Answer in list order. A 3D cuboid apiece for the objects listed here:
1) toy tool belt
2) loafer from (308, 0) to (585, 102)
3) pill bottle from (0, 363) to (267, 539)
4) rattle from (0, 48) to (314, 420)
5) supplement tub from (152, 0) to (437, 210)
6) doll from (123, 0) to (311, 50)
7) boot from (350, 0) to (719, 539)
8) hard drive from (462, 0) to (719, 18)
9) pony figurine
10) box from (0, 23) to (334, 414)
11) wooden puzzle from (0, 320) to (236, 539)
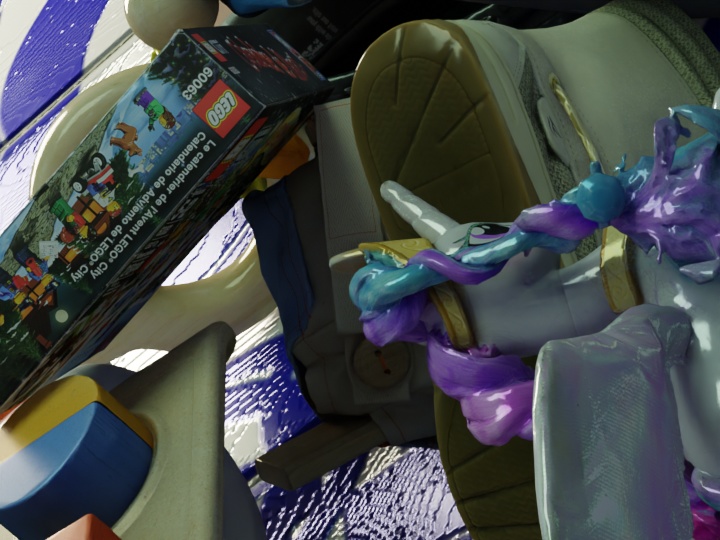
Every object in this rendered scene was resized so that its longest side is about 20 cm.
[{"bbox_3d":[0.000,0.000,1.014,0.123,0.125,0.200,-37,25,8],"label":"toy tool belt"},{"bbox_3d":[0.058,-0.120,1.142,0.200,0.070,0.068,-41,33,18],"label":"loafer"},{"bbox_3d":[-0.141,0.134,1.063,0.200,0.116,0.116,-38,27,24],"label":"pill bottle"},{"bbox_3d":[-0.089,0.016,1.146,0.200,0.130,0.143,-50,36,6],"label":"rattle"},{"bbox_3d":[-0.020,-0.117,1.231,0.200,0.107,0.107,-45,25,9],"label":"supplement tub"},{"bbox_3d":[-0.008,-0.143,1.123,0.199,0.049,0.137,-23,29,14],"label":"doll"},{"bbox_3d":[0.084,0.010,0.888,0.072,0.201,0.154,-20,-3,38],"label":"boot"},{"bbox_3d":[0.110,-0.111,0.975,0.200,0.139,0.033,6,93,61],"label":"hard drive"},{"bbox_3d":[0.100,0.035,0.745,0.199,0.167,0.194,-16,61,7],"label":"pony figurine"},{"bbox_3d":[-0.077,-0.021,0.954,0.137,0.038,0.200,-47,0,8],"label":"box"},{"bbox_3d":[-0.121,0.108,0.849,0.185,0.046,0.200,-33,26,21],"label":"wooden puzzle"}]
